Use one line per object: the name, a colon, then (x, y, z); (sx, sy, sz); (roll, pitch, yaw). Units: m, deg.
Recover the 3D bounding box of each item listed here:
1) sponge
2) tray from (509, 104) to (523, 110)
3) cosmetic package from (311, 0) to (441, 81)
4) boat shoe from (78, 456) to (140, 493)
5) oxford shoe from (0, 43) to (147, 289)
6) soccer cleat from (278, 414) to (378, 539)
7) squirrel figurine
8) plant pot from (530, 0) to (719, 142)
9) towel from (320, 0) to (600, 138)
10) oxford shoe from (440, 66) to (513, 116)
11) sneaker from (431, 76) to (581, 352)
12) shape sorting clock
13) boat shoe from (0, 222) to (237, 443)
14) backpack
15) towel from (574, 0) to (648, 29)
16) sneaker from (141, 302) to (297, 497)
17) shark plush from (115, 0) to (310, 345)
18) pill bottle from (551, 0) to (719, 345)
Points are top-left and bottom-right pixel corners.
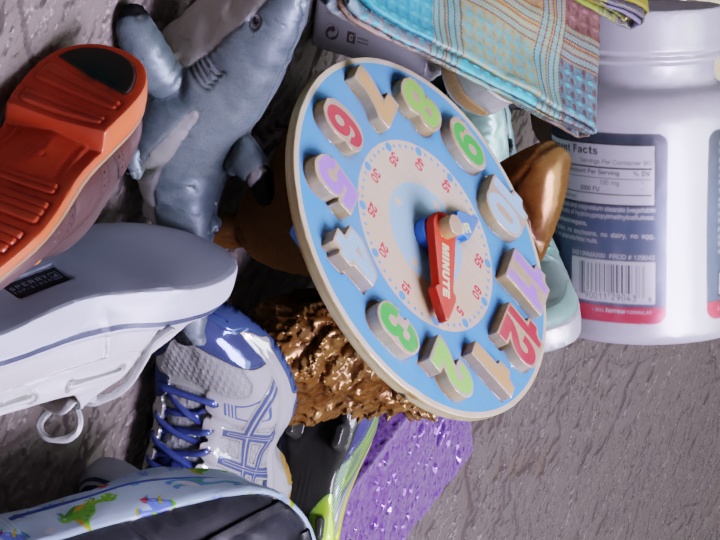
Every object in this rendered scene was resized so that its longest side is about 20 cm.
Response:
sponge: (0.015, 0.143, 1.634); (0.200, 0.030, 0.112); (-50, 149, -39)
tray: (0.107, -0.193, 1.514); (0.022, 0.107, 0.200); (-97, -168, -62)
cosmetic package: (0.043, -0.219, 1.360); (0.113, 0.081, 0.200); (-31, 136, -53)
boat shoe: (-0.122, 0.201, 1.299); (0.091, 0.071, 0.200); (-43, 127, -39)
oxford shoe: (-0.156, -0.019, 1.098); (0.200, 0.071, 0.073); (-49, 154, -40)
soccer cleat: (-0.030, 0.142, 1.497); (0.084, 0.065, 0.200); (-3, 111, -72)
squirrel figurine: (0.000, 0.000, 1.371); (0.187, 0.142, 0.200); (0, 105, -58)
plant pot: (0.186, -0.198, 1.592); (0.187, 0.187, 0.200); (-48, 135, -41)
towel: (0.060, -0.166, 1.260); (0.200, 0.022, 0.147); (23, 63, -41)
oxford shoe: (0.097, -0.155, 1.363); (0.058, 0.075, 0.200); (-31, -161, 46)
sneaker: (0.074, -0.042, 1.471); (0.074, 0.200, 0.118); (-15, 130, -11)
shape sorting clock: (0.034, -0.018, 1.262); (0.200, 0.039, 0.200); (32, 47, -43)
boat shoe: (-0.141, 0.039, 1.160); (0.202, 0.075, 0.086); (-21, 135, -50)
backpack: (-0.111, 0.170, 1.195); (0.200, 0.154, 0.163); (-20, 101, -12)
towel: (0.110, -0.234, 1.298); (0.144, 0.023, 0.200); (16, 68, -50)
sneaker: (-0.084, 0.100, 1.334); (0.088, 0.075, 0.200); (-52, 150, -35)
shark plush: (-0.078, -0.056, 1.216); (0.091, 0.083, 0.200); (-6, 113, -64)
pill bottle: (0.177, -0.063, 1.497); (0.120, 0.120, 0.200); (-20, 112, -60)
